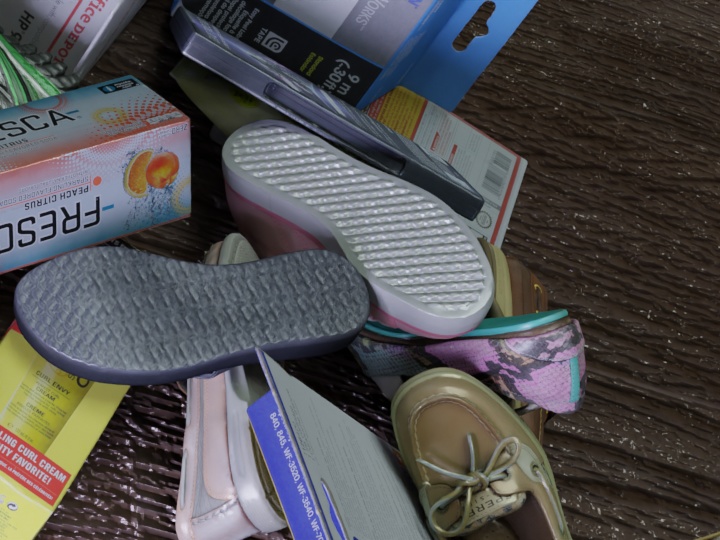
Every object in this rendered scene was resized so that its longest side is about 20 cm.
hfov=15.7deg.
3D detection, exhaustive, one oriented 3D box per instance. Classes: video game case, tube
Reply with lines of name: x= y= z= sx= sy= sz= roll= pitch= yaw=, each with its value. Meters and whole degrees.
video game case: x=-0.023 y=-0.097 z=1.576 sx=0.199 sy=0.019 sz=0.143 roll=29 pitch=7 yaw=-12
tube: x=-0.031 y=-0.066 z=1.577 sx=0.200 sy=0.058 sz=0.052 roll=37 pitch=62 yaw=-4
video game case: x=0.009 y=-0.077 z=1.670 sx=0.199 sy=0.017 sz=0.143 roll=33 pitch=40 yaw=-9

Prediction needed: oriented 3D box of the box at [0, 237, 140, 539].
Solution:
box: x=-0.164 y=0.059 z=1.383 sx=0.075 sy=0.050 sz=0.200 roll=35 pitch=40 yaw=-5

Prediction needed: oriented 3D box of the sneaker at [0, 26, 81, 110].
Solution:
sneaker: x=-0.241 y=-0.121 z=1.468 sx=0.200 sy=0.078 sz=0.085 roll=40 pitch=40 yaw=-1

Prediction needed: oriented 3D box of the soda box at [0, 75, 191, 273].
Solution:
soda box: x=-0.190 y=-0.043 z=1.398 sx=0.199 sy=0.064 sz=0.068 roll=-17 pitch=36 yaw=-31

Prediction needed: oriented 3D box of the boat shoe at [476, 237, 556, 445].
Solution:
boat shoe: x=0.091 y=0.071 z=1.554 sx=0.067 sy=0.072 sz=0.201 roll=22 pitch=45 yaw=-26

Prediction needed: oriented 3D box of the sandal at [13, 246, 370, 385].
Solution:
sandal: x=-0.090 y=0.030 z=1.388 sx=0.199 sy=0.043 sz=0.076 roll=0 pitch=60 yaw=-26

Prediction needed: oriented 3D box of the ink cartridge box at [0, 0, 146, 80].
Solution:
ink cartridge box: x=-0.155 y=-0.187 z=1.565 sx=0.068 sy=0.116 sz=0.200 roll=35 pitch=39 yaw=-4

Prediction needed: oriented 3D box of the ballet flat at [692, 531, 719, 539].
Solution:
ballet flat: x=0.206 y=0.188 z=1.543 sx=0.199 sy=0.063 sz=0.069 roll=-11 pitch=61 yaw=-43

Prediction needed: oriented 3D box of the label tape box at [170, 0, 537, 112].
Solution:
label tape box: x=0.003 y=-0.175 z=1.628 sx=0.199 sy=0.144 sz=0.063 roll=29 pitch=40 yaw=-12

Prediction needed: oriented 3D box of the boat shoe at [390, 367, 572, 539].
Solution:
boat shoe: x=0.082 y=0.144 z=1.430 sx=0.201 sy=0.073 sz=0.063 roll=57 pitch=9 yaw=-12

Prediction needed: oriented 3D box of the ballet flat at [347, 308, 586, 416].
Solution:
ballet flat: x=0.055 y=0.055 z=1.494 sx=0.069 sy=0.199 sz=0.072 roll=-15 pitch=101 yaw=-37

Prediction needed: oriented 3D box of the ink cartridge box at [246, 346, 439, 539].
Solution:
ink cartridge box: x=0.004 y=0.159 z=1.357 sx=0.200 sy=0.047 sz=0.198 roll=36 pitch=28 yaw=-57

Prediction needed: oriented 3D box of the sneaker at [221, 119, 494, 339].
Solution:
sneaker: x=0.000 y=0.000 z=1.501 sx=0.075 sy=0.105 sz=0.200 roll=-35 pitch=53 yaw=-30

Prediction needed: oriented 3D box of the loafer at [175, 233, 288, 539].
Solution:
loafer: x=-0.080 y=0.064 z=1.438 sx=0.072 sy=0.063 sz=0.201 roll=53 pitch=21 yaw=-44
